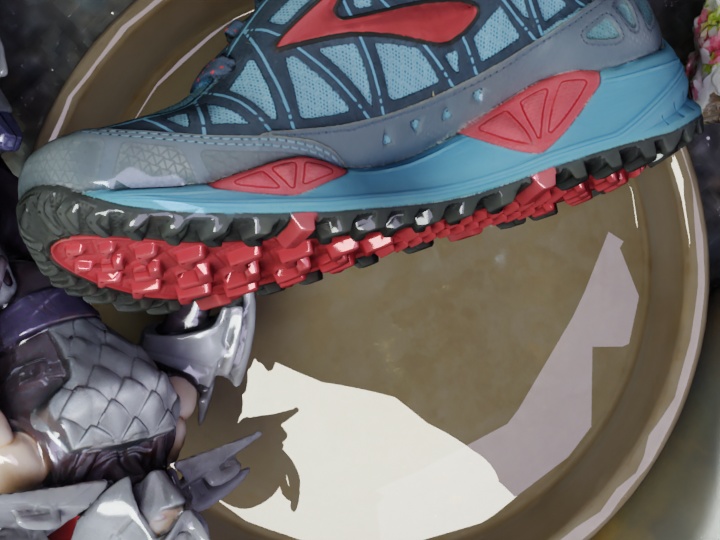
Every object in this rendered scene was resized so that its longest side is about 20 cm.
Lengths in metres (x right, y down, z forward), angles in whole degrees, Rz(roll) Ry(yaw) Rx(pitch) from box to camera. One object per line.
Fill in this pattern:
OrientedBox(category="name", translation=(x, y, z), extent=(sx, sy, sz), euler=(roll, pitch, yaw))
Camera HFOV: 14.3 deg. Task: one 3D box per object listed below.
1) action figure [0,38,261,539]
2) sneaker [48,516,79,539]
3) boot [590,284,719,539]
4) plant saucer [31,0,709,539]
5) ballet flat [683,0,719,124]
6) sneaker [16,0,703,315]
OrientedBox(category="action figure", translation=(-0.091, 0.001, 0.756), extent=(0.069, 0.130, 0.201), euler=(-39, 72, 21))
OrientedBox(category="sneaker", translation=(-0.143, 0.112, 0.800), extent=(0.078, 0.115, 0.201), euler=(15, 105, -53))
OrientedBox(category="boot", translation=(0.057, 0.086, 0.850), extent=(0.096, 0.075, 0.201), euler=(17, 102, -14))
OrientedBox(category="plant saucer", translation=(0.000, 0.000, 0.821), extent=(0.199, 0.029, 0.201), euler=(0, 91, 6))
OrientedBox(category="ballet flat", translation=(0.156, -0.126, 0.827), extent=(0.200, 0.076, 0.064), euler=(-43, 74, -1))
OrientedBox(category="sneaker", translation=(-0.008, -0.049, 0.744), extent=(0.199, 0.079, 0.096), euler=(-14, 80, -35))
